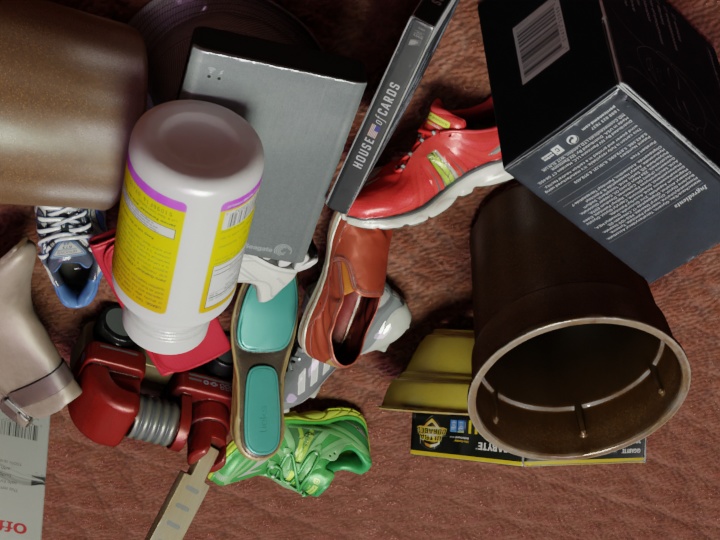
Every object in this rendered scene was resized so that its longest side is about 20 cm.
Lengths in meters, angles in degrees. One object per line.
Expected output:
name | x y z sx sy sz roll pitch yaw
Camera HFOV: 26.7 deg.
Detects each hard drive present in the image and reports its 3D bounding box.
hard drive | -0.088 -0.096 1.226 0.138 0.033 0.201 10 134 -13

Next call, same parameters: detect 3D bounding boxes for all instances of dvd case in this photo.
dvd case | 0.036 -0.159 1.228 0.025 0.151 0.201 27 132 1

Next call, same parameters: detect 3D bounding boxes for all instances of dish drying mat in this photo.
dish drying mat | -0.182 0.027 1.402 0.076 0.018 0.201 -22 138 -2

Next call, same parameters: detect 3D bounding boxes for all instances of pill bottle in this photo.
pill bottle | -0.141 -0.027 1.193 0.103 0.105 0.201 6 134 -13

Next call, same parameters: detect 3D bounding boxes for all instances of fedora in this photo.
fedora | -0.110 -0.136 1.273 0.176 0.091 0.200 -28 133 22

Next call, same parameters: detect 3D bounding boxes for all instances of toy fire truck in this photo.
toy fire truck | -0.206 0.163 1.501 0.174 0.202 0.129 16 133 -23

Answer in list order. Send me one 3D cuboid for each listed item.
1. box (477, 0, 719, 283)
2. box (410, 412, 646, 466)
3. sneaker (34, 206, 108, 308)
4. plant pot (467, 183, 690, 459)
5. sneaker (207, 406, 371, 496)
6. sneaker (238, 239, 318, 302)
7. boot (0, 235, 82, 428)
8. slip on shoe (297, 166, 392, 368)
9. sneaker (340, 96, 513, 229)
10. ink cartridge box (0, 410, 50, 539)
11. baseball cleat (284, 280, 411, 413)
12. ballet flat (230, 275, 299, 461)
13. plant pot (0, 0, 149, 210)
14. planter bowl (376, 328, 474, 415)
box | 0.208 -0.134 1.232 0.196 0.202 0.123 32 128 -33
box | 0.173 0.173 1.568 0.198 0.050 0.159 5 177 -43
sneaker | -0.257 -0.046 1.358 0.076 0.086 0.201 -4 137 -2
plant pot | 0.184 0.034 1.399 0.197 0.200 0.202 -4 138 -3
sneaker | -0.067 0.196 1.597 0.198 0.084 0.074 -8 151 -34
sneaker | -0.133 -0.033 1.385 0.199 0.076 0.081 30 115 -31
boot | -0.318 0.065 1.438 0.147 0.070 0.199 51 139 -5
slip on shoe | 0.000 0.000 1.414 0.073 0.061 0.202 3 113 -44
sneaker | 0.064 -0.106 1.330 0.198 0.077 0.086 -27 128 -12
ink cartridge box | -0.394 0.208 1.529 0.143 0.202 0.084 13 134 -19
baseball cleat | -0.048 0.066 1.526 0.199 0.070 0.107 -34 125 14
ballet flat | -0.103 0.083 1.486 0.068 0.203 0.063 7 179 -21
plant pot | -0.281 -0.135 1.192 0.196 0.202 0.201 9 136 -25
planter bowl | 0.116 0.102 1.533 0.197 0.085 0.200 2 176 0
